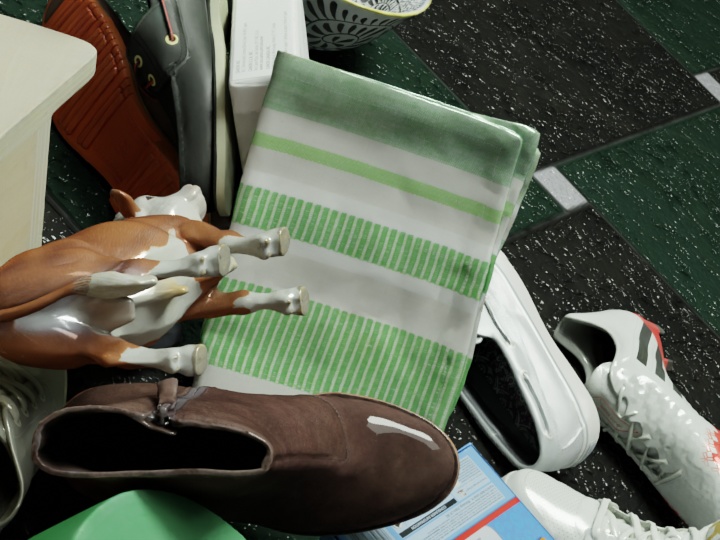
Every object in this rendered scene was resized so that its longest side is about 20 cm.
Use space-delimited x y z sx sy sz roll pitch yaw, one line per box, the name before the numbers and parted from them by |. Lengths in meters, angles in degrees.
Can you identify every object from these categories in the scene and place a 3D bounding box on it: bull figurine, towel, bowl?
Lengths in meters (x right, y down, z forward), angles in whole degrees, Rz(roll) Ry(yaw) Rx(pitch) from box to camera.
bull figurine | -0.099 0.003 0.688 0.121 0.066 0.200 1 16 21
towel | 0.000 0.000 0.775 0.152 0.201 0.023 16 5 -5
bowl | -0.050 -0.234 1.121 0.200 0.094 0.201 26 34 -19

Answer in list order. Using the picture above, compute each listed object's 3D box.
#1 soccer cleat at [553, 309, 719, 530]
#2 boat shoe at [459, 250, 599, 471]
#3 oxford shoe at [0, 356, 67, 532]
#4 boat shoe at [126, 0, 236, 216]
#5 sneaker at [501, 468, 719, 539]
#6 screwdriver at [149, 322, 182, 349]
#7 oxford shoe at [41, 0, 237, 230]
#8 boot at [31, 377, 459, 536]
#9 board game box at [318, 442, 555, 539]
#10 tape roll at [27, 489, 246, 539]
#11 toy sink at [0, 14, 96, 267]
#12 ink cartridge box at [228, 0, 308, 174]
soccer cleat | 0.195 0.101 0.986 0.085 0.069 0.201 9 38 -25
boat shoe | 0.074 0.047 0.931 0.068 0.072 0.201 -9 64 -50
oxford shoe | -0.172 0.067 0.657 0.075 0.058 0.200 27 31 -12
boat shoe | -0.104 -0.121 0.838 0.063 0.074 0.203 -6 67 -5
sneaker | 0.182 0.161 0.845 0.200 0.116 0.074 37 34 -1
screwdriver | -0.142 0.030 0.705 0.200 0.028 0.029 12 66 -69
oxford shoe | -0.136 -0.093 0.888 0.073 0.071 0.201 -5 63 -53
boot | -0.043 0.088 0.644 0.199 0.073 0.166 5 -5 -5
board game box | 0.080 0.198 0.767 0.200 0.037 0.151 48 33 16
tape roll | -0.068 0.186 0.549 0.201 0.048 0.201 50 22 -29
toy sink | -0.221 -0.033 0.649 0.130 0.113 0.200 17 34 7
ink cartridge box | -0.047 -0.084 0.901 0.044 0.177 0.200 -7 33 1
